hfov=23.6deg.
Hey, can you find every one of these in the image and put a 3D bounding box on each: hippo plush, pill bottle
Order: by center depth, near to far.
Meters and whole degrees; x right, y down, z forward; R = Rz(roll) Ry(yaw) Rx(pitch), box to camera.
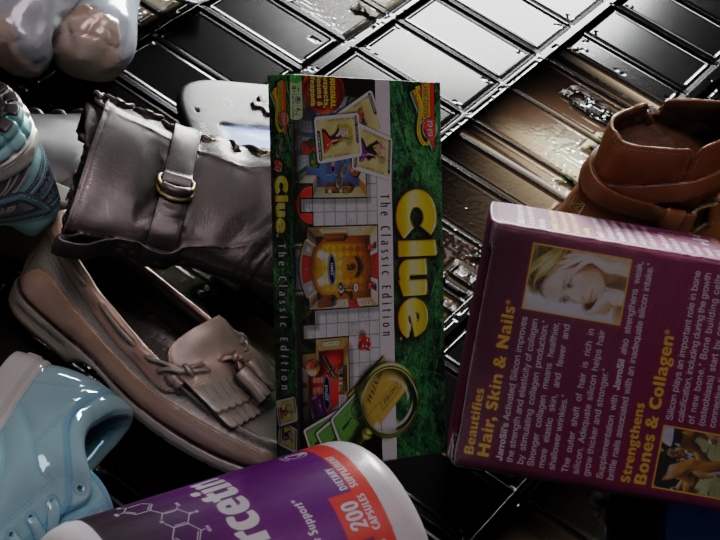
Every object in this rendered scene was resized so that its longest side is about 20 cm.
[{"bbox_3d":[-0.073,0.154,0.780,0.200,0.112,0.112,-15,52,-28],"label":"pill bottle"},{"bbox_3d":[-0.182,-0.225,1.096,0.200,0.161,0.159,-8,48,-23],"label":"hippo plush"}]

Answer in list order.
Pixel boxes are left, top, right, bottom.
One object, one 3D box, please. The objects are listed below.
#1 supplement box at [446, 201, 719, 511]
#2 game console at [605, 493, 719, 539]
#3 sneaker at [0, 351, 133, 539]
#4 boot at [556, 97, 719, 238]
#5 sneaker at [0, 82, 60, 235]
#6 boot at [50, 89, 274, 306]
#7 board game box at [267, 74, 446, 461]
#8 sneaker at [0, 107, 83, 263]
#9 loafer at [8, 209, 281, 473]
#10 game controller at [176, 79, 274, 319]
[{"bbox_3d":[0.155,0.047,0.908,0.200,0.131,0.103,11,10,3],"label":"supplement box"},{"bbox_3d":[0.231,0.150,0.875,0.200,0.171,0.118,15,70,0],"label":"game console"},{"bbox_3d":[-0.162,0.117,0.821,0.082,0.074,0.200,15,44,4],"label":"sneaker"},{"bbox_3d":[0.202,-0.042,1.025,0.200,0.155,0.074,-18,53,-30],"label":"boot"},{"bbox_3d":[-0.254,-0.029,0.924,0.200,0.086,0.078,-12,40,18],"label":"sneaker"},{"bbox_3d":[-0.070,-0.061,0.955,0.174,0.069,0.200,21,46,-7],"label":"boot"},{"bbox_3d":[0.000,0.000,0.893,0.105,0.200,0.023,-4,3,-43],"label":"board game box"},{"bbox_3d":[-0.204,-0.067,1.004,0.200,0.075,0.106,26,39,-3],"label":"sneaker"},{"bbox_3d":[-0.102,0.040,0.914,0.200,0.063,0.072,32,28,17],"label":"loafer"},{"bbox_3d":[-0.044,-0.043,1.029,0.104,0.042,0.200,9,40,-35],"label":"game controller"}]
